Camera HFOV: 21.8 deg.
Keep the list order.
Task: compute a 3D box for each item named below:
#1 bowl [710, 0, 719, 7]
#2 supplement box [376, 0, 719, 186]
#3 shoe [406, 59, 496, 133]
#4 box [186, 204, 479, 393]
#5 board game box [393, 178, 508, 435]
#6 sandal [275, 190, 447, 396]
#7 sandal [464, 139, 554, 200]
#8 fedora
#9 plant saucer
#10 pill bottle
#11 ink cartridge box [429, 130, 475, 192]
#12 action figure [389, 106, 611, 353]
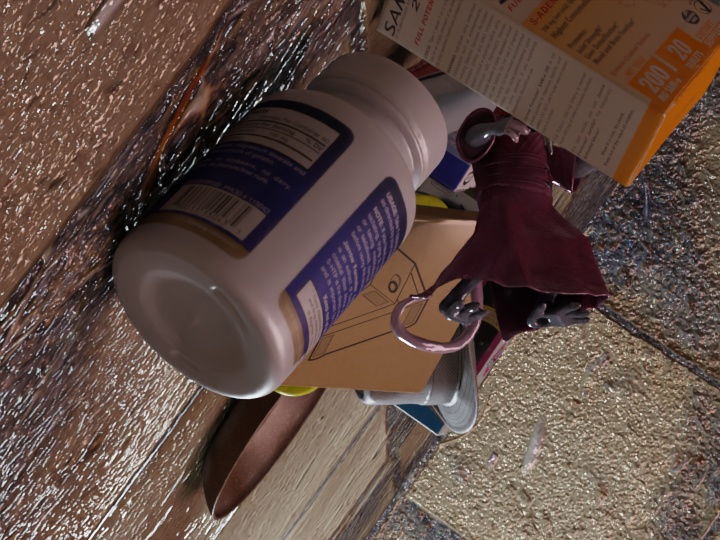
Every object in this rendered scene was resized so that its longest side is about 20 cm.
[{"bbox_3d":[0.210,-0.213,1.624,0.201,0.105,0.201,-52,-163,23],"label":"bowl"},{"bbox_3d":[0.129,-0.161,1.224,0.126,0.200,0.074,-47,165,-40],"label":"supplement box"},{"bbox_3d":[0.076,-0.162,1.369,0.200,0.091,0.072,-20,161,-18],"label":"shoe"},{"bbox_3d":[-0.009,0.018,1.327,0.199,0.021,0.164,5,128,-32],"label":"box"},{"bbox_3d":[0.073,0.032,1.753,0.200,0.147,0.064,-56,171,1],"label":"board game box"},{"bbox_3d":[-0.009,0.012,1.491,0.200,0.080,0.087,-42,-175,-1],"label":"sandal"},{"bbox_3d":[0.139,-0.131,1.822,0.212,0.078,0.070,-53,-168,22],"label":"sandal"},{"bbox_3d":[0.030,0.045,1.581,0.177,0.090,0.201,-173,-104,-75],"label":"fedora"},{"bbox_3d":[-0.083,0.129,1.652,0.201,0.037,0.200,-53,171,-12],"label":"plant saucer"},{"bbox_3d":[-0.038,-0.033,1.079,0.200,0.120,0.120,-48,168,-34],"label":"pill bottle"},{"bbox_3d":[0.097,-0.140,1.508,0.200,0.076,0.136,-59,169,13],"label":"ink cartridge box"},{"bbox_3d":[0.109,-0.048,1.290,0.149,0.134,0.201,-33,-133,44],"label":"action figure"}]
